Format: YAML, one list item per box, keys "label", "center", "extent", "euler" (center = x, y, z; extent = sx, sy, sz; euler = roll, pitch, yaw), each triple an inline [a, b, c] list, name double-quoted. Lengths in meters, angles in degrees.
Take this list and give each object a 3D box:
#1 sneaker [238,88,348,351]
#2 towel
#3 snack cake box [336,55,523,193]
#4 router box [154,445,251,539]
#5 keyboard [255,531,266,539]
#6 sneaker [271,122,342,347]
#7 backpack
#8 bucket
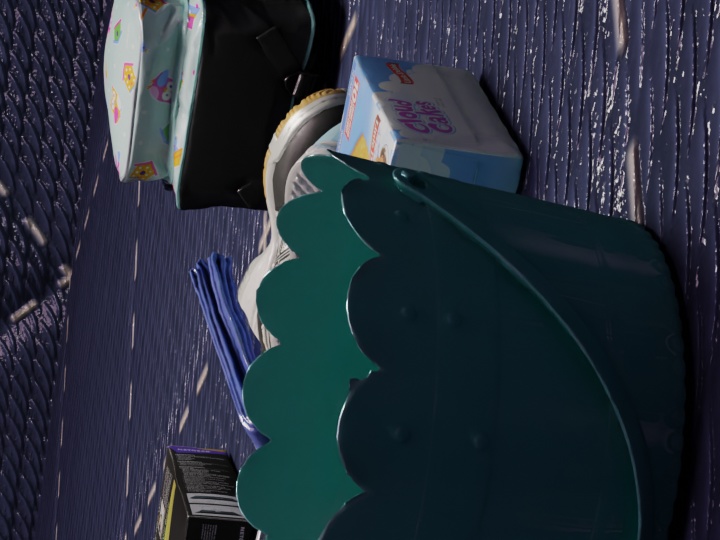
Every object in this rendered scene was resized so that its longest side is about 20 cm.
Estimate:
- label: "sneaker"
  center: [-0.018, -0.013, 1.248]
  extent: [0.088, 0.075, 0.201]
  euler: [-122, 34, -44]
- label: "towel"
  center: [-0.035, 0.099, 1.110]
  extent: [0.145, 0.024, 0.201]
  euler: [-113, -1, -50]
- label: "snack cake box"
  center: [0.019, 0.006, 1.052]
  extent: [0.115, 0.067, 0.201]
  euler: [-109, 28, -63]
- label: "router box"
  center: [-0.132, 0.257, 1.601]
  extent: [0.157, 0.052, 0.201]
  euler: [-126, 43, -71]
- label: "keyboard"
  center: [-0.067, 0.234, 1.298]
  extent: [0.056, 0.011, 0.201]
  euler: [33, -111, -65]
- label: "sneaker"
  center: [0.000, 0.000, 1.177]
  extent: [0.082, 0.074, 0.201]
  euler: [-47, -26, -44]
- label: "backpack"
  center: [-0.110, -0.150, 1.499]
  extent: [0.200, 0.152, 0.177]
  euler: [-96, 11, -63]
- label: "bucket"
  center: [0.034, 0.060, 0.815]
  extent: [0.207, 0.134, 0.209]
  euler: [-174, 90, -78]
